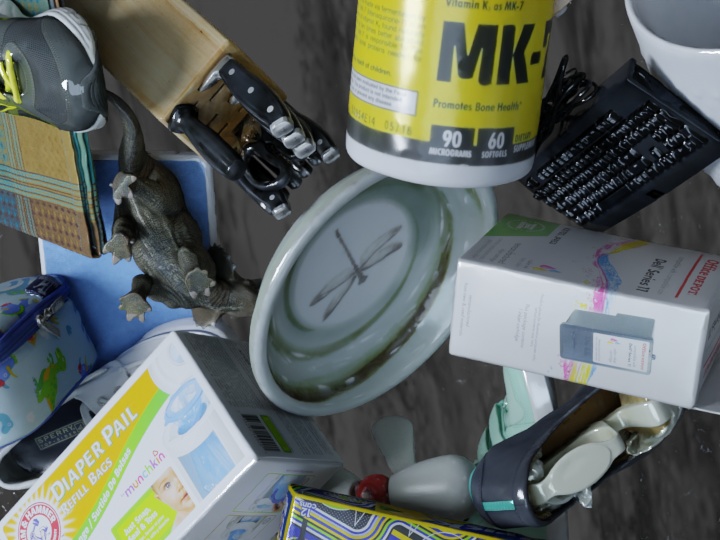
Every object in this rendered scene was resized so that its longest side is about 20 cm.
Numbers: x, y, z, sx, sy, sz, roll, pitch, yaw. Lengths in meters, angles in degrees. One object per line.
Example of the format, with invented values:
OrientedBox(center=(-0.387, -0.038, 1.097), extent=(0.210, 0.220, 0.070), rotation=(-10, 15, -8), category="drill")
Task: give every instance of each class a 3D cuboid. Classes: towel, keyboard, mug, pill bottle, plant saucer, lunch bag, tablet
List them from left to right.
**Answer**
OrientedBox(center=(-0.290, 0.075, 1.120), extent=(0.198, 0.161, 0.083), rotation=(-12, 108, 21), category="lunch bag")
OrientedBox(center=(-0.220, -0.116, 1.079), extent=(0.146, 0.022, 0.202), rotation=(19, 122, 48), category="towel")
OrientedBox(center=(-0.161, 0.013, 1.162), extent=(0.129, 0.014, 0.202), rotation=(1, 111, 8), category="tablet")
OrientedBox(center=(0.000, 0.000, 1.065), extent=(0.050, 0.199, 0.201), rotation=(41, 117, 35), category="plant saucer")
OrientedBox(center=(0.055, -0.158, 0.940), extent=(0.113, 0.114, 0.202), rotation=(7, 109, 6), category="pill bottle")
OrientedBox(center=(0.136, -0.067, 1.000), extent=(0.104, 0.200, 0.040), rotation=(38, 70, -2), category="keyboard")
OrientedBox(center=(0.269, -0.134, 0.972), extent=(0.200, 0.147, 0.176), rotation=(-42, 132, -10), category="mug")

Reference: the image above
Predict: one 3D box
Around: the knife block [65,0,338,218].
OrientedBox(center=(-0.104, -0.120, 1.006), extent=(0.200, 0.176, 0.064), rotation=(43, 90, -7), category="knife block")

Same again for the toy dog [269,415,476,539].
OrientedBox(center=(-0.006, 0.160, 1.136), extent=(0.199, 0.096, 0.133), rotation=(17, 89, 28), category="toy dog")

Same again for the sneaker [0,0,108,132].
OrientedBox(center=(-0.223, -0.119, 0.990), extent=(0.199, 0.084, 0.075), rotation=(23, 127, 47), category="sneaker")

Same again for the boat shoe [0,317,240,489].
OrientedBox(center=(-0.170, 0.102, 1.154), extent=(0.199, 0.065, 0.074), rotation=(-32, 102, 18), category="boat shoe")

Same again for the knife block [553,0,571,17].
OrientedBox(center=(0.095, -0.251, 0.996), extent=(0.200, 0.064, 0.176), rotation=(-40, 100, 20), category="knife block")

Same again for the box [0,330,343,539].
OrientedBox(center=(-0.129, 0.150, 1.090), extent=(0.200, 0.101, 0.113), rotation=(-47, 61, 18), category="box")

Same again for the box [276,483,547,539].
OrientedBox(center=(0.046, 0.188, 1.020), extent=(0.198, 0.064, 0.071), rotation=(13, 88, -7), category="box")

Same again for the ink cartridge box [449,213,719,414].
OrientedBox(center=(0.167, 0.026, 1.038), extent=(0.198, 0.117, 0.068), rotation=(12, 111, 18), category="ink cartridge box")

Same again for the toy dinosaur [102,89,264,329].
OrientedBox(center=(-0.133, -0.026, 1.088), extent=(0.077, 0.102, 0.201), rotation=(-34, 99, 10), category="toy dinosaur")

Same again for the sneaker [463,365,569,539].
OrientedBox(center=(0.081, 0.134, 1.132), extent=(0.117, 0.074, 0.202), rotation=(-3, 111, 6), category="sneaker")

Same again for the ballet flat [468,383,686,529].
OrientedBox(center=(0.159, 0.103, 1.055), extent=(0.199, 0.073, 0.074), rotation=(-31, 107, -25), category="ballet flat")
